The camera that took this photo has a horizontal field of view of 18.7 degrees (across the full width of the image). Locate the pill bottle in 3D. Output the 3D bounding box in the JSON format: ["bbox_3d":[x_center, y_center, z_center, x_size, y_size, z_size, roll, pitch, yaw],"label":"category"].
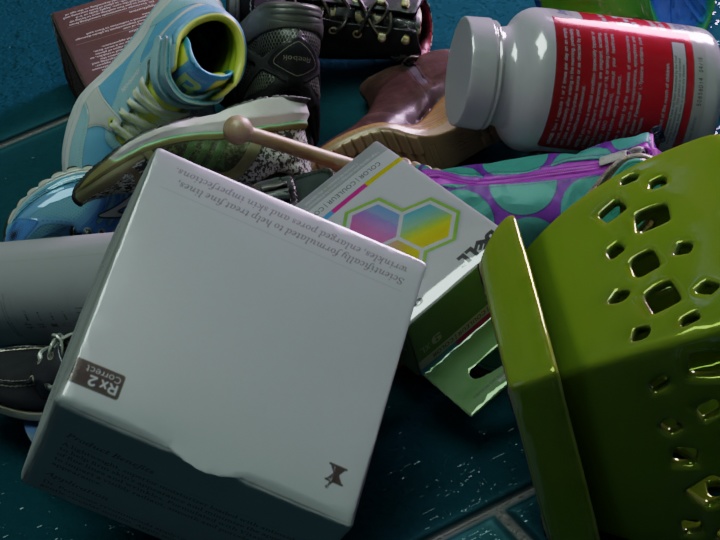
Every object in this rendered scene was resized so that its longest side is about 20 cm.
[{"bbox_3d":[0.171,-0.143,1.697,0.198,0.113,0.113,6,34,-12],"label":"pill bottle"}]

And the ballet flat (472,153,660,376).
[{"bbox_3d":[0.153,0.001,1.575,0.200,0.067,0.068,-45,85,3],"label":"ballet flat"}]

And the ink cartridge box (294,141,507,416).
[{"bbox_3d":[0.043,0.002,1.532,0.104,0.059,0.200,-39,52,-17],"label":"ink cartridge box"}]

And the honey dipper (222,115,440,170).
[{"bbox_3d":[-0.018,-0.085,1.681,0.199,0.038,0.038,17,25,-28],"label":"honey dipper"}]

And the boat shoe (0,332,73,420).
[{"bbox_3d":[-0.192,0.063,1.534,0.199,0.063,0.073,2,34,27],"label":"boat shoe"}]

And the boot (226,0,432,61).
[{"bbox_3d":[-0.026,-0.222,1.869,0.152,0.074,0.204,4,-4,13],"label":"boot"}]

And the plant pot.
[{"bbox_3d":[0.182,0.061,1.400,0.180,0.200,0.201,-15,36,4],"label":"plant pot"}]

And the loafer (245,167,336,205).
[{"bbox_3d":[-0.103,-0.026,1.643,0.199,0.063,0.072,-29,32,11],"label":"loafer"}]

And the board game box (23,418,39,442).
[{"bbox_3d":[-0.142,0.093,1.568,0.157,0.039,0.200,7,37,33],"label":"board game box"}]

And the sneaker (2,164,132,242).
[{"bbox_3d":[-0.184,-0.034,1.717,0.198,0.079,0.090,-14,39,-4],"label":"sneaker"}]

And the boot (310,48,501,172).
[{"bbox_3d":[0.025,-0.119,1.806,0.199,0.073,0.166,-20,25,-11],"label":"boot"}]

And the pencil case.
[{"bbox_3d":[0.136,-0.053,1.647,0.198,0.093,0.086,-9,49,5],"label":"pencil case"}]

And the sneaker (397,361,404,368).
[{"bbox_3d":[0.000,0.000,1.629,0.077,0.073,0.200,-24,36,-8],"label":"sneaker"}]

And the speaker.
[{"bbox_3d":[-0.202,0.014,1.603,0.199,0.082,0.081,-4,31,43],"label":"speaker"}]

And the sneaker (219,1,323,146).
[{"bbox_3d":[-0.084,-0.142,1.810,0.076,0.115,0.199,6,-12,-21],"label":"sneaker"}]

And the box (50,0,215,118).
[{"bbox_3d":[-0.196,-0.165,1.902,0.099,0.075,0.200,-17,35,-10],"label":"box"}]

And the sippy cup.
[{"bbox_3d":[0.221,-0.256,1.881,0.130,0.177,0.141,5,81,37],"label":"sippy cup"}]

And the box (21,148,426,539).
[{"bbox_3d":[-0.087,0.065,1.401,0.198,0.131,0.201,23,58,-8],"label":"box"}]

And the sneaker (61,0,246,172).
[{"bbox_3d":[-0.164,-0.133,1.736,0.201,0.079,0.130,-59,23,1],"label":"sneaker"}]

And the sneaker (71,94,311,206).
[{"bbox_3d":[-0.121,-0.071,1.678,0.199,0.089,0.077,-18,-3,-9],"label":"sneaker"}]
